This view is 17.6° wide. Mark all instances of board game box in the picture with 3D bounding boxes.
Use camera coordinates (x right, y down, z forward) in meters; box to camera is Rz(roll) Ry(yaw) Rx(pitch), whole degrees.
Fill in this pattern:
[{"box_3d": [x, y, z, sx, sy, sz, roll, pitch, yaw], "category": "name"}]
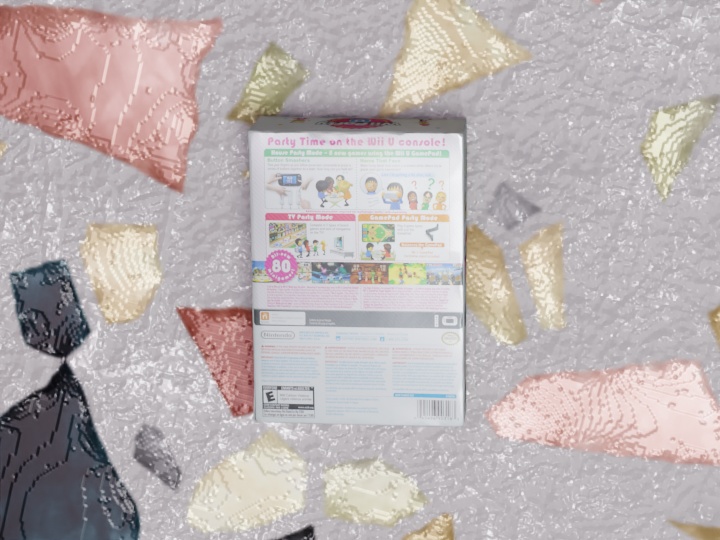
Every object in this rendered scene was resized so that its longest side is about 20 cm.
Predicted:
[{"box_3d": [0.000, 0.000, 1.570, 0.146, 0.064, 0.202, 1, 103, 6], "category": "board game box"}]
